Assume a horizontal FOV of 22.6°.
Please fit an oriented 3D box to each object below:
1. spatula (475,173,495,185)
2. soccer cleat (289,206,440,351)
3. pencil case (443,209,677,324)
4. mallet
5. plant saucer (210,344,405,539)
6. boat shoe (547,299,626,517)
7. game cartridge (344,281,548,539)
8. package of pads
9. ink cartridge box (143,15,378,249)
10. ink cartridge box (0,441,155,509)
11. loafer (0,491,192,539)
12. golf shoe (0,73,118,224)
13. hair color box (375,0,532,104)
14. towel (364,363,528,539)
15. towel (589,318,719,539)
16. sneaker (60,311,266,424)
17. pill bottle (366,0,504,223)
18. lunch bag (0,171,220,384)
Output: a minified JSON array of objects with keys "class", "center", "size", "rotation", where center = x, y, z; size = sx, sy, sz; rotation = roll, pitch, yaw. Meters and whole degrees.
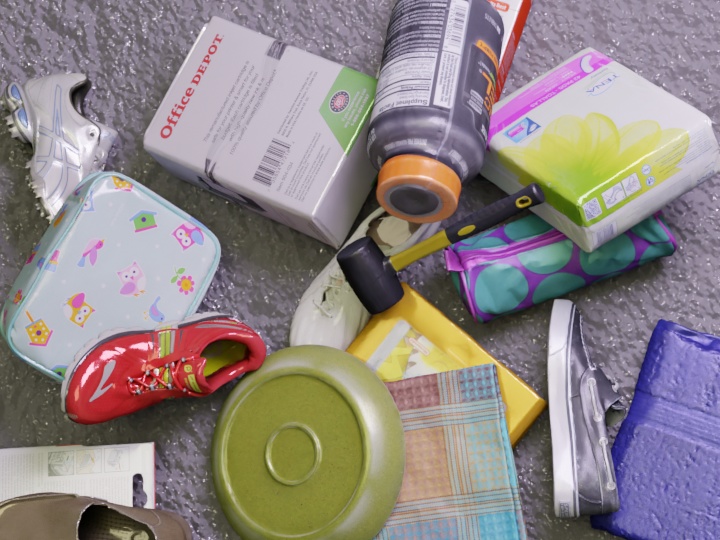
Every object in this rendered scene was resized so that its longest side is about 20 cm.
[{"class":"spatula","center":[0.118,-0.089,1.687],"size":[0.199,0.021,0.057],"rotation":[16,92,10]},{"class":"soccer cleat","center":[0.000,0.000,1.655],"size":[0.069,0.078,0.200],"rotation":[38,85,15]},{"class":"pencil case","center":[0.178,-0.021,1.624],"size":[0.199,0.092,0.086],"rotation":[-21,64,5]},{"class":"mallet","center":[0.066,-0.035,1.568],"size":[0.200,0.041,0.066],"rotation":[-34,101,27]},{"class":"plant saucer","center":[-0.055,0.165,1.614],"size":[0.199,0.031,0.202],"rotation":[-4,81,25]},{"class":"boat shoe","center":[0.200,0.119,1.588],"size":[0.067,0.072,0.201],"rotation":[-3,61,7]},{"class":"game cartridge","center":[0.041,0.141,1.628],"size":[0.176,0.032,0.200],"rotation":[39,90,16]},{"class":"package of pads","center":[0.206,-0.111,1.596],"size":[0.154,0.068,0.200],"rotation":[-31,37,-12]},{"class":"ink cartridge box","center":[-0.080,-0.130,1.680],"size":[0.199,0.084,0.146],"rotation":[24,80,25]},{"class":"ink cartridge box","center":[-0.281,0.218,1.661],"size":[0.199,0.050,0.110],"rotation":[-4,75,7]},{"class":"loafer","center":[-0.250,0.231,1.591],"size":[0.198,0.067,0.077],"rotation":[-1,76,8]},{"class":"golf shoe","center":[-0.274,-0.103,1.727],"size":[0.097,0.078,0.201],"rotation":[-20,75,-3]},{"class":"hair color box","center":[0.098,-0.241,1.707],"size":[0.110,0.064,0.201],"rotation":[18,81,12]},{"class":"towel","center":[0.067,0.191,1.590],"size":[0.146,0.022,0.201],"rotation":[-11,80,12]},{"class":"towel","center":[0.301,0.157,1.589],"size":[0.147,0.050,0.201],"rotation":[18,80,20]},{"class":"sneaker","center":[-0.172,0.086,1.600],"size":[0.199,0.085,0.078],"rotation":[-22,115,-31]},{"class":"pill bottle","center":[0.063,-0.142,1.574],"size":[0.105,0.106,0.201],"rotation":[5,59,10]},{"class":"lunch bag","center":[-0.229,0.023,1.661],"size":[0.160,0.077,0.201],"rotation":[32,84,-21]}]
